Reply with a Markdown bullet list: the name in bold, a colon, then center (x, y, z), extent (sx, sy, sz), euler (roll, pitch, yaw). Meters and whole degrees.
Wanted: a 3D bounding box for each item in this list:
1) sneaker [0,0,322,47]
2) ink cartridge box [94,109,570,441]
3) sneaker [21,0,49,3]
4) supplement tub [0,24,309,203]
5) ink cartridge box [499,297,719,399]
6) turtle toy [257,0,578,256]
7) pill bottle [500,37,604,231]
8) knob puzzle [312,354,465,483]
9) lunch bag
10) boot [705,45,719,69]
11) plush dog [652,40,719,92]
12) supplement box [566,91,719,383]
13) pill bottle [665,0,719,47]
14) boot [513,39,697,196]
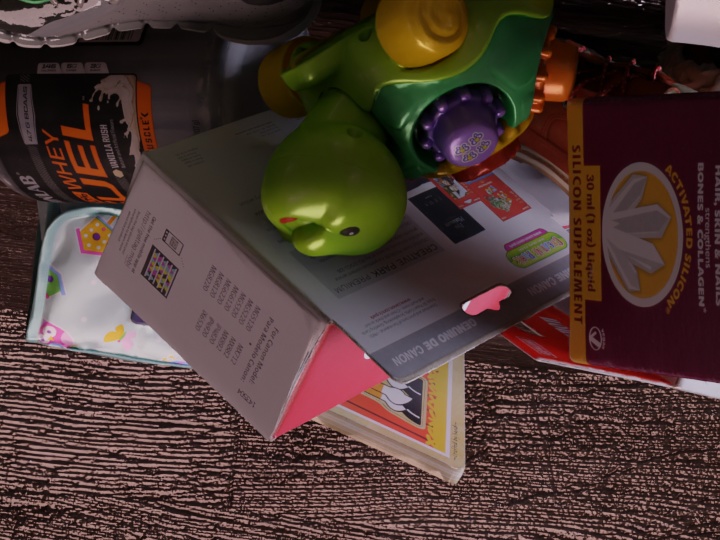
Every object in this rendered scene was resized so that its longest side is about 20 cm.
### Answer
- **sneaker**: center (-0.101, -0.155, 0.975), extent (0.198, 0.076, 0.115), euler (-2, 170, -19)
- **ink cartridge box**: center (0.000, 0.000, 1.045), extent (0.175, 0.084, 0.199), euler (42, -143, 21)
- **sneaker**: center (-0.152, -0.156, 0.906), extent (0.198, 0.075, 0.084), euler (-3, -167, 20)
- **supplement tub**: center (-0.134, -0.099, 1.168), extent (0.198, 0.124, 0.122), euler (1, 171, 26)
- **ink cartridge box**: center (0.149, 0.025, 1.193), extent (0.172, 0.044, 0.200), euler (14, -171, -19)
- **turtle toy**: center (0.024, -0.083, 0.989), extent (0.199, 0.102, 0.145), euler (-35, -169, -33)
- **pill bottle**: center (0.096, -0.068, 1.265), extent (0.110, 0.112, 0.200), euler (6, 172, -6)
- **knob puzzle**: center (-0.028, 0.015, 1.113), extent (0.218, 0.031, 0.220), euler (24, -153, -13)
- **lunch bag**: center (-0.122, -0.038, 1.311), extent (0.169, 0.202, 0.122), euler (8, 172, -12)
- **boot**: center (0.267, -0.117, 0.939), extent (0.161, 0.074, 0.197), euler (2, 179, 40)
- **plush dog**: center (0.254, -0.060, 1.175), extent (0.198, 0.162, 0.172), euler (5, -165, 3)
- **supplement box**: center (0.186, -0.016, 0.928), extent (0.102, 0.132, 0.200), euler (-2, -177, -28)
- **pill bottle**: center (0.220, -0.122, 0.792), extent (0.198, 0.113, 0.111), euler (5, 172, 5)
- **boot**: center (0.117, -0.092, 1.078), extent (0.199, 0.075, 0.107), euler (38, 154, -2)
